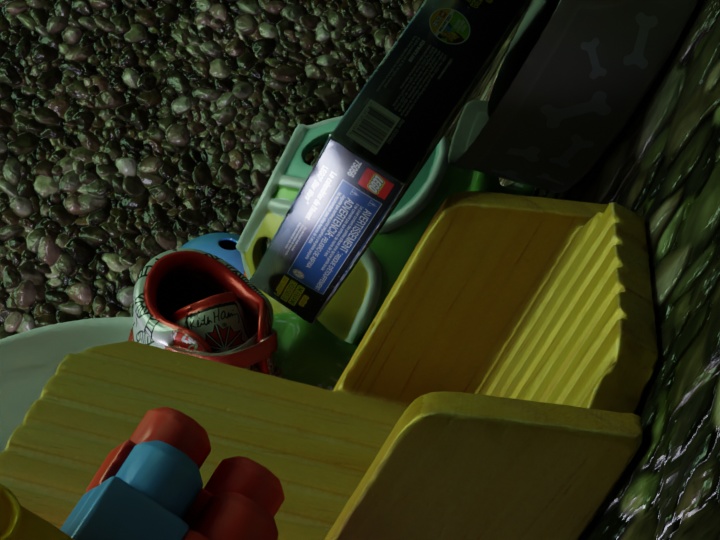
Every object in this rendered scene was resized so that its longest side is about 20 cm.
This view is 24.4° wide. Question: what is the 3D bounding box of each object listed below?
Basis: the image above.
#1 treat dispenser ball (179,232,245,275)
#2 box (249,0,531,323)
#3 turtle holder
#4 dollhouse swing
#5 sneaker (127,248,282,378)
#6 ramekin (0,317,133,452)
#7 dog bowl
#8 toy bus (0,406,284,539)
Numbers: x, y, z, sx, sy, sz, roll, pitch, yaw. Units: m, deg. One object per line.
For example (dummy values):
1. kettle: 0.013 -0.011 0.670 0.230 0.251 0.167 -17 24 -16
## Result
1. treat dispenser ball: -0.223 0.040 2.670 0.201 0.201 0.201 -62 5 9
2. box: 0.029 -0.084 0.762 0.200 0.040 0.137 -57 1 -31
3. turtle holder: -0.001 0.000 0.899 0.186 0.132 0.141 -64 5 -19
4. dollhouse swing: -0.016 0.036 0.605 0.182 0.176 0.200 -61 4 24
5. sneaker: -0.058 0.084 0.768 0.108 0.067 0.201 104 145 -50
6. ramekin: -0.144 0.116 0.906 0.200 0.200 0.098 -71 -19 -60
7. dog bowl: 0.115 -0.128 0.815 0.200 0.059 0.200 -61 5 10
8. toy bus: -0.064 0.142 0.463 0.192 0.200 0.136 -54 6 -23
